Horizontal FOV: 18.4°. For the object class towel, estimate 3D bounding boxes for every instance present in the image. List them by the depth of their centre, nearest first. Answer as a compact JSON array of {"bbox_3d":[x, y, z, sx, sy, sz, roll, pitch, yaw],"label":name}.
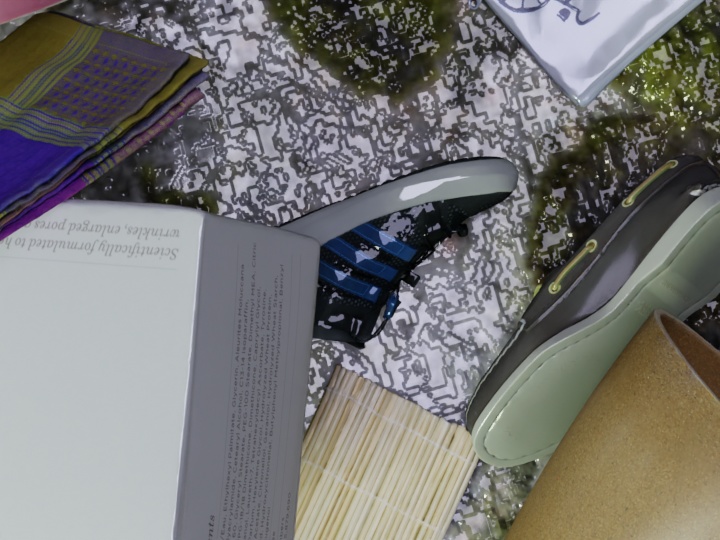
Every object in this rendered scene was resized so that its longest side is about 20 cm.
[{"bbox_3d":[-0.186,-0.066,1.113,0.200,0.143,0.023,-38,132,-29],"label":"towel"}]

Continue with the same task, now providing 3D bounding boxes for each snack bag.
[{"bbox_3d":[0.126,-0.217,1.239,0.188,0.021,0.200,-40,89,-3],"label":"snack bag"}]

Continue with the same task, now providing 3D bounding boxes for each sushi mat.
[{"bbox_3d":[-0.012,0.163,1.223,0.095,0.012,0.201,25,87,-1],"label":"sushi mat"}]

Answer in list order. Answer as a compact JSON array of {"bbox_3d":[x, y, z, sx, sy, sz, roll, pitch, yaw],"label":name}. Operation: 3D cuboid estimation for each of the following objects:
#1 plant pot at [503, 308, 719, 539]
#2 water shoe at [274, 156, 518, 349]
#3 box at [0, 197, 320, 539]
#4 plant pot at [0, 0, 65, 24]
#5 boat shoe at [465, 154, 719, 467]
[{"bbox_3d":[0.152,0.157,1.160,0.186,0.186,0.200,43,101,1],"label":"plant pot"},{"bbox_3d":[0.000,0.000,1.206,0.199,0.071,0.079,-21,91,8],"label":"water shoe"},{"bbox_3d":[-0.141,0.068,1.130,0.197,0.131,0.202,4,87,25],"label":"box"},{"bbox_3d":[-0.216,-0.219,1.155,0.198,0.200,0.180,-18,104,-2],"label":"plant pot"},{"bbox_3d":[0.130,0.022,1.212,0.201,0.061,0.072,-44,134,5],"label":"boat shoe"}]
